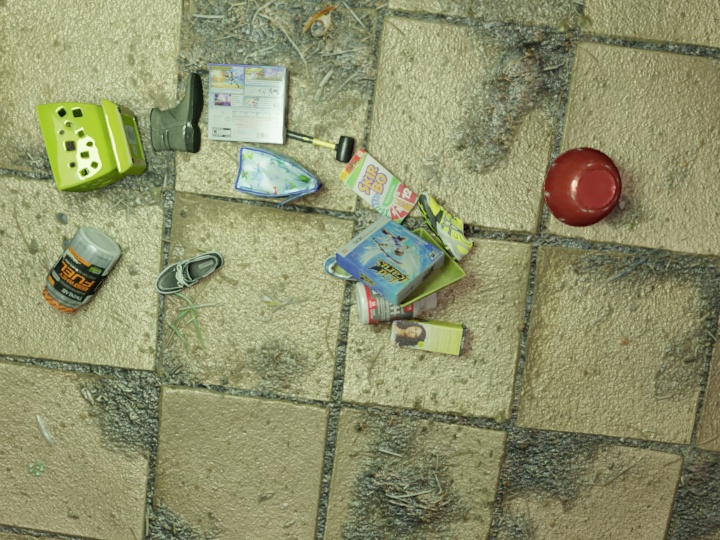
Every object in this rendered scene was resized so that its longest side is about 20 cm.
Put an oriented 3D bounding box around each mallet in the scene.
[{"bbox_3d":[-0.109,-0.337,1.541,0.196,0.041,0.067,23,100,2],"label":"mallet"}]

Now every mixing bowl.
[{"bbox_3d":[0.566,-0.204,1.507,0.195,0.108,0.205,0,100,1],"label":"mixing bowl"}]

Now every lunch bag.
[{"bbox_3d":[-0.194,-0.225,1.490,0.195,0.170,0.131,10,99,-2],"label":"lunch bag"}]

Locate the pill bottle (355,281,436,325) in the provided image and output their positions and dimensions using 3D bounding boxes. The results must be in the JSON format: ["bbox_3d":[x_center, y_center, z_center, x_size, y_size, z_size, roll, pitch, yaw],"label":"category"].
[{"bbox_3d":[0.091,0.071,1.554,0.195,0.111,0.114,-9,99,-6],"label":"pill bottle"}]

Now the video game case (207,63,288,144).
[{"bbox_3d":[-0.280,-0.415,1.519,0.195,0.045,0.186,5,99,6],"label":"video game case"}]

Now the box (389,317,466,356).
[{"bbox_3d":[0.177,0.170,1.603,0.195,0.050,0.077,7,100,0],"label":"box"}]

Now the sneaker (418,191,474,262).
[{"bbox_3d":[0.216,-0.121,1.552,0.076,0.075,0.202,-35,107,-1],"label":"sneaker"}]

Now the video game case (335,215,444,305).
[{"bbox_3d":[0.070,-0.030,1.463,0.198,0.046,0.181,34,56,28],"label":"video game case"}]

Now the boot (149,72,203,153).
[{"bbox_3d":[-0.469,-0.397,1.527,0.127,0.068,0.205,8,98,6],"label":"boot"}]

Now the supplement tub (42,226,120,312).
[{"bbox_3d":[-0.720,0.000,1.563,0.122,0.123,0.201,37,98,-4],"label":"supplement tub"}]

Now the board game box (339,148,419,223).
[{"bbox_3d":[0.047,-0.211,1.548,0.199,0.030,0.096,39,97,-10],"label":"board game box"}]

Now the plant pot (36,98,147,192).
[{"bbox_3d":[-0.639,-0.308,1.480,0.177,0.200,0.204,-12,98,-3],"label":"plant pot"}]

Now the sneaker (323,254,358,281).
[{"bbox_3d":[0.000,0.000,1.567,0.195,0.077,0.078,0,98,-2],"label":"sneaker"}]

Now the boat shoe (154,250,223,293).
[{"bbox_3d":[-0.452,0.010,1.584,0.195,0.068,0.075,-18,98,4],"label":"boat shoe"}]

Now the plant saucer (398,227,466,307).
[{"bbox_3d":[0.126,0.001,1.507,0.197,0.200,0.049,-23,140,-20],"label":"plant saucer"}]
